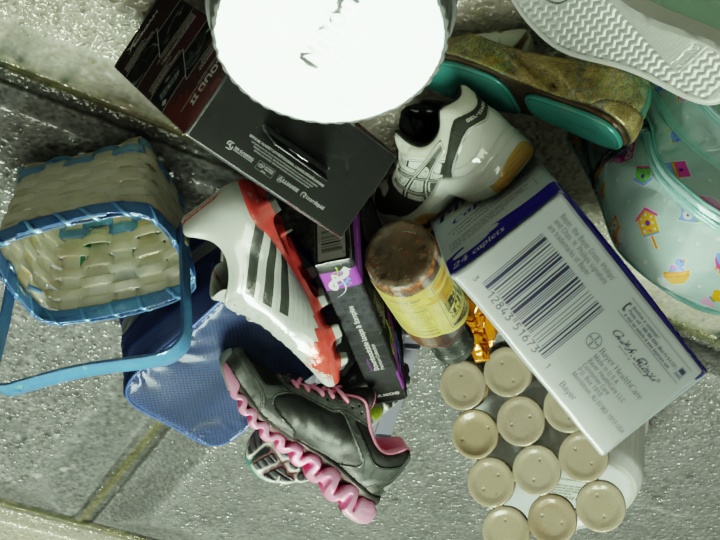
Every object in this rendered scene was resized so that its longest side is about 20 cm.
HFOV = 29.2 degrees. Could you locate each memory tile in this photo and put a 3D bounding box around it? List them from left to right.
[{"bbox_3d":[0.168,0.172,1.366,0.152,0.203,0.017,-20,170,19],"label":"memory tile"}]

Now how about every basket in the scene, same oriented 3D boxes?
[{"bbox_3d":[-0.215,0.001,1.135,0.174,0.202,0.140,-9,140,13],"label":"basket"}]

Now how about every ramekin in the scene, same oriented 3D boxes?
[{"bbox_3d":[0.209,0.196,1.455,0.199,0.095,0.204,0,140,0],"label":"ramekin"}]

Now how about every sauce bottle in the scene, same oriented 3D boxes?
[{"bbox_3d":[0.058,0.025,1.173,0.065,0.067,0.200,-10,155,13],"label":"sauce bottle"}]

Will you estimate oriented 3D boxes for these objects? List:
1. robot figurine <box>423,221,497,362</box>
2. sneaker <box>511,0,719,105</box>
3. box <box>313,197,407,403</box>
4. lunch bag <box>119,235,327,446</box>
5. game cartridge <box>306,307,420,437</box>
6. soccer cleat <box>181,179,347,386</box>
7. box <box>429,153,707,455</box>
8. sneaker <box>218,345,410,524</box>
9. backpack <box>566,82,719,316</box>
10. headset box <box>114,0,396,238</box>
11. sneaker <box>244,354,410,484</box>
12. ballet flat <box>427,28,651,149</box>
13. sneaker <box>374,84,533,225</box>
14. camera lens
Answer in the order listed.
[{"bbox_3d":[0.128,0.000,1.245,0.143,0.059,0.201,-10,140,8],"label":"robot figurine"},{"bbox_3d":[0.202,-0.198,0.997,0.199,0.118,0.074,33,136,17],"label":"sneaker"},{"bbox_3d":[0.000,0.000,1.179,0.036,0.144,0.201,-11,139,10],"label":"box"},{"bbox_3d":[-0.129,0.050,1.248,0.199,0.133,0.135,-38,129,21],"label":"lunch bag"},{"bbox_3d":[-0.015,0.108,1.400,0.128,0.039,0.201,9,140,-5],"label":"game cartridge"},{"bbox_3d":[-0.074,0.018,1.113,0.084,0.069,0.202,-24,121,2],"label":"soccer cleat"},{"bbox_3d":[0.155,0.014,1.077,0.105,0.200,0.184,-39,103,8],"label":"box"},{"bbox_3d":[-0.035,0.123,1.185,0.095,0.079,0.200,-44,108,3],"label":"sneaker"},{"bbox_3d":[0.267,-0.067,1.051,0.174,0.202,0.154,20,133,-21],"label":"backpack"},{"bbox_3d":[-0.076,-0.113,0.998,0.148,0.200,0.078,32,96,-34],"label":"headset box"},{"bbox_3d":[-0.033,0.141,1.290,0.079,0.199,0.078,-33,88,50],"label":"sneaker"},{"bbox_3d":[0.130,-0.148,1.043,0.198,0.071,0.071,23,152,32],"label":"ballet flat"},{"bbox_3d":[0.058,-0.096,1.111,0.088,0.076,0.199,46,151,-12],"label":"sneaker"},{"bbox_3d":[-0.017,-0.215,0.873,0.157,0.202,0.161,0,141,0],"label":"camera lens"}]
